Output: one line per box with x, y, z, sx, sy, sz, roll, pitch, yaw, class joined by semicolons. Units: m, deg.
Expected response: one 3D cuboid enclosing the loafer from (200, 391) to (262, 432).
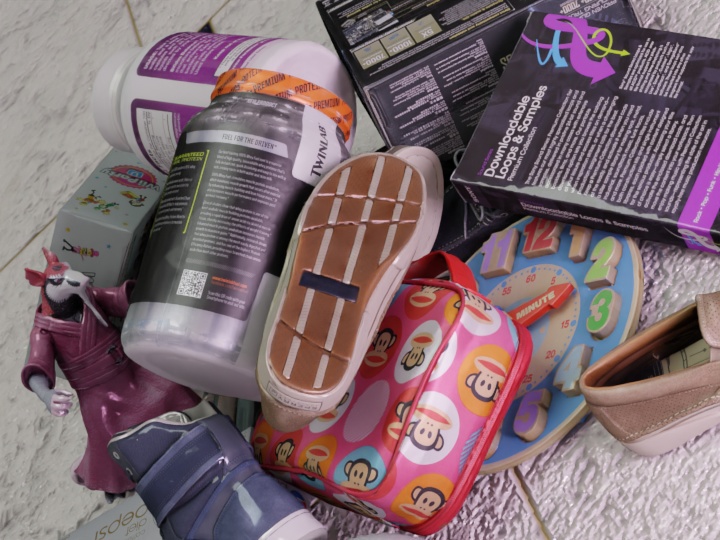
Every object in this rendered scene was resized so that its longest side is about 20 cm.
-0.098;0.056;1.491;0.063;0.072;0.200;-1;80;13;loafer

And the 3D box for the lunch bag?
0.021;0.070;1.330;0.200;0.082;0.176;8;71;63;lunch bag

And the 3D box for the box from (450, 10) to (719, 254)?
0.174;-0.092;1.338;0.200;0.036;0.143;14;66;30;box

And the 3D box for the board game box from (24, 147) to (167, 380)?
-0.198;-0.018;1.670;0.200;0.064;0.148;-67;-5;-63;board game box

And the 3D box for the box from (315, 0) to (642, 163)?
0.087;-0.177;1.511;0.200;0.086;0.164;-27;32;0;box

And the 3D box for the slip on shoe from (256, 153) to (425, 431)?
-0.014;0.013;1.288;0.061;0.076;0.200;109;179;-55;slip on shoe

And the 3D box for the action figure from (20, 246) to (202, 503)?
-0.192;0.067;1.562;0.134;0.200;0.149;-33;13;-17;action figure

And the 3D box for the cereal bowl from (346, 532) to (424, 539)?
-0.014;0.241;1.241;0.200;0.083;0.200;-35;33;26;cereal bowl

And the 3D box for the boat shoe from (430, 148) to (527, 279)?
0.095;-0.058;1.445;0.200;0.062;0.075;-31;45;30;boat shoe

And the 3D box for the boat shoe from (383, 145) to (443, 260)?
0.000;0.000;1.456;0.060;0.072;0.200;40;115;58;boat shoe

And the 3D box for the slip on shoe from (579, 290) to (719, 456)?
0.216;0.037;1.184;0.200;0.061;0.076;-31;35;29;slip on shoe

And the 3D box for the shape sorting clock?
0.102;0.042;1.351;0.200;0.039;0.200;-34;34;26;shape sorting clock

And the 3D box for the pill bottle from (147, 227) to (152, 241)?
-0.099;-0.037;1.628;0.116;0.116;0.200;-12;47;46;pill bottle

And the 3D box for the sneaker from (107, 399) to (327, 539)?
-0.118;0.176;1.356;0.077;0.146;0.202;-23;-24;-50;sneaker

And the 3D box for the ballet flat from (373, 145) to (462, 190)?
-0.017;-0.053;1.546;0.200;0.067;0.057;-16;37;2;ballet flat

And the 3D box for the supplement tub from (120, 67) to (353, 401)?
-0.076;-0.024;1.360;0.122;0.122;0.200;-3;66;51;supplement tub

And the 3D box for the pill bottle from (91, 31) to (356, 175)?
-0.107;-0.120;1.533;0.200;0.112;0.112;11;64;44;pill bottle

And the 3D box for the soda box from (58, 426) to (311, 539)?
-0.128;0.191;1.460;0.200;0.068;0.064;-32;34;28;soda box
